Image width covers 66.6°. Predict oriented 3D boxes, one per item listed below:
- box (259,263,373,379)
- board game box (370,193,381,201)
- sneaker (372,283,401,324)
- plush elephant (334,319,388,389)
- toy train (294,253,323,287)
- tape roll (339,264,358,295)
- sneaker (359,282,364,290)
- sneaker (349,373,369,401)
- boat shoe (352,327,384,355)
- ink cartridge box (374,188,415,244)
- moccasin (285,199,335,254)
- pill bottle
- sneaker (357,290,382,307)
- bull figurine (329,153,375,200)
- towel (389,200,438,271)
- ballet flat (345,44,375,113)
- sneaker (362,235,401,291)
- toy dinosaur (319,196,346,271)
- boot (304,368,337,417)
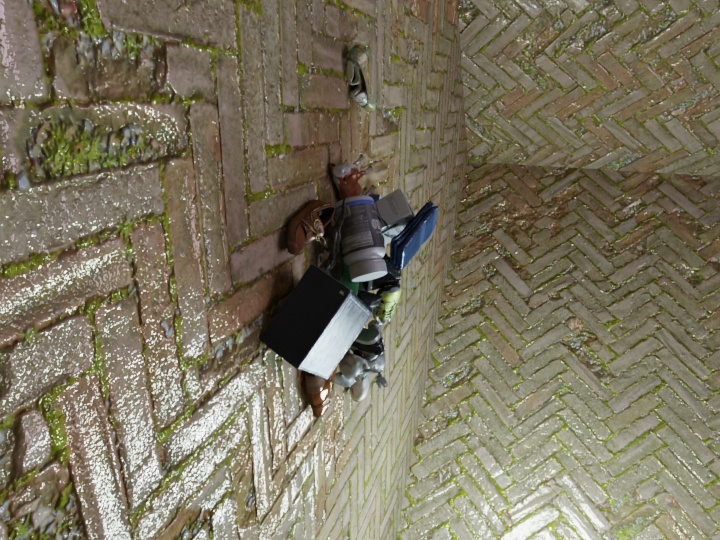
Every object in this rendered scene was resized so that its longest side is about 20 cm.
[{"bbox_3d":[-0.092,0.119,1.228,0.201,0.123,0.198,-55,159,-6],"label":"box"},{"bbox_3d":[0.049,-0.119,1.825,0.199,0.043,0.202,55,44,-64],"label":"board game box"},{"bbox_3d":[0.082,0.097,1.603,0.200,0.075,0.077,115,-39,-65],"label":"sneaker"},{"bbox_3d":[-0.012,0.264,1.635,0.154,0.165,0.201,11,44,-39],"label":"plush elephant"},{"bbox_3d":[-0.104,0.056,1.378,0.201,0.055,0.151,-64,155,-46],"label":"toy train"},{"bbox_3d":[-0.041,0.086,1.493,0.200,0.048,0.202,-169,-90,-86],"label":"tape roll"},{"bbox_3d":[0.000,0.000,1.622,0.201,0.086,0.075,-61,-141,35],"label":"sneaker"},{"bbox_3d":[-0.009,0.324,1.799,0.093,0.070,0.201,40,59,-49],"label":"sneaker"},{"bbox_3d":[-0.004,0.192,1.552,0.075,0.200,0.061,-32,113,-20],"label":"boat shoe"},{"bbox_3d":[0.057,-0.133,1.567,0.084,0.199,0.144,64,9,17],"label":"ink cartridge box"},{"bbox_3d":[-0.112,-0.099,1.255,0.202,0.077,0.074,-54,147,-57],"label":"moccasin"},{"bbox_3d":[0.001,-0.079,1.399,0.114,0.113,0.202,20,55,-72],"label":"pill bottle"},{"bbox_3d":[0.012,0.104,1.534,0.200,0.075,0.092,135,-31,-85],"label":"sneaker"},{"bbox_3d":[-0.023,-0.238,1.483,0.121,0.065,0.201,-36,149,-22],"label":"bull figurine"},{"bbox_3d":[0.146,-0.096,1.509,0.200,0.048,0.112,-50,156,-33],"label":"towel"},{"bbox_3d":[-0.005,-0.507,1.486,0.201,0.070,0.071,78,25,-47],"label":"ballet flat"},{"bbox_3d":[0.065,-0.034,1.527,0.201,0.105,0.075,98,-25,-42],"label":"sneaker"},{"bbox_3d":[-0.073,-0.098,1.369,0.047,0.088,0.202,1,112,-35],"label":"toy dinosaur"},{"bbox_3d":[-0.090,0.286,1.494,0.200,0.073,0.156,-45,139,-46],"label":"boot"}]
